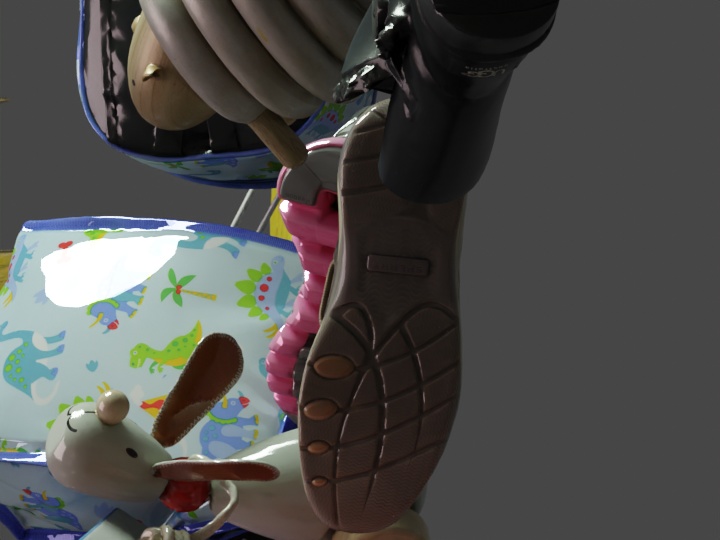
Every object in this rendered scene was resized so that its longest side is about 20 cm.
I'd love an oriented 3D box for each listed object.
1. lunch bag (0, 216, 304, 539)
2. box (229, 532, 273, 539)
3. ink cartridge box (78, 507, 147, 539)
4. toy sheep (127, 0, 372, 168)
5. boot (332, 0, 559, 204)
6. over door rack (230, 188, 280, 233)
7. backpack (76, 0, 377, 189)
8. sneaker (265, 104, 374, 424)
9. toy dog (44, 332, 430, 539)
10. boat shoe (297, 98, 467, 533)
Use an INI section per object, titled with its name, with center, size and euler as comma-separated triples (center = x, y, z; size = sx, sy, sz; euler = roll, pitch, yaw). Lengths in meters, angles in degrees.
[lunch bag]
center = -0.115, 0.065, 1.649
size = 0.128, 0.199, 0.171
euler = 49, -132, -47
[box]
center = -0.061, 0.135, 1.707
size = 0.201, 0.050, 0.158
euler = -57, 14, 13
[ink cartridge box]
center = -0.143, 0.249, 1.599
size = 0.201, 0.116, 0.067
euler = -60, -7, 22
[toy sheep]
center = -0.031, -0.136, 1.396
size = 0.138, 0.200, 0.138
euler = 50, -168, -14
[boot]
center = 0.029, -0.144, 1.152
size = 0.168, 0.076, 0.201
euler = 117, 149, -68
[over door rack]
center = -0.066, -0.009, 1.812
size = 0.200, 0.066, 0.148
euler = -50, 12, 12
[backpack]
center = -0.069, -0.150, 1.700
size = 0.147, 0.182, 0.201
euler = 35, -124, -69
[sneaker]
center = 0.000, 0.000, 1.542
size = 0.096, 0.079, 0.201
euler = -59, -19, -52
[toy dog]
center = -0.040, 0.087, 1.387
size = 0.132, 0.199, 0.097
euler = 53, 130, 40
[boat shoe]
center = 0.016, 0.021, 1.334
size = 0.073, 0.074, 0.201
euler = -26, -53, -85
